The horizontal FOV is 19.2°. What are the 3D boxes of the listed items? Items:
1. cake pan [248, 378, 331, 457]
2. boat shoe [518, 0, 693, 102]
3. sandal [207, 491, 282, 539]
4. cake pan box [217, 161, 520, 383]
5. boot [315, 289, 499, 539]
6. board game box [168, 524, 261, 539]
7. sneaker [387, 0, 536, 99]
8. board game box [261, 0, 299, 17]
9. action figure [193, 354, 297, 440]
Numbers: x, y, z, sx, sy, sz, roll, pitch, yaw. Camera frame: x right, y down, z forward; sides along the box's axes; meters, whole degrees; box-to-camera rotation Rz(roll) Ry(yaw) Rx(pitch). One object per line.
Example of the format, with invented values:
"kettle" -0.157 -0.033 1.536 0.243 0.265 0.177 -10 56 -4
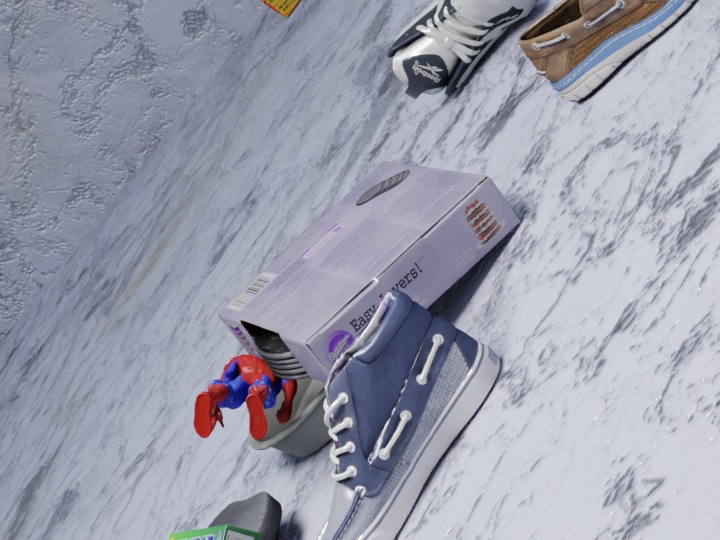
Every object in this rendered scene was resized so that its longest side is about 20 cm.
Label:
"cake pan" -0.018 0.067 1.704 0.200 0.037 0.200 -51 14 18
"boat shoe" 0.190 -0.205 1.559 0.200 0.072 0.072 -46 16 35
"sandal" -0.085 0.207 1.614 0.076 0.043 0.200 -49 5 -7
"cake pan box" 0.000 0.000 1.610 0.200 0.052 0.184 -43 19 -16
"boot" 0.001 0.114 1.407 0.200 0.090 0.073 -57 13 -7
"board game box" -0.126 0.279 1.474 0.135 0.029 0.200 -22 51 65
"sneaker" 0.086 -0.212 1.934 0.130 0.079 0.199 -57 13 -3
"board game box" -0.134 -0.540 3.235 0.200 0.200 0.200 -52 14 14
"action figure" -0.085 0.095 1.642 0.200 0.065 0.052 -55 -40 -78
